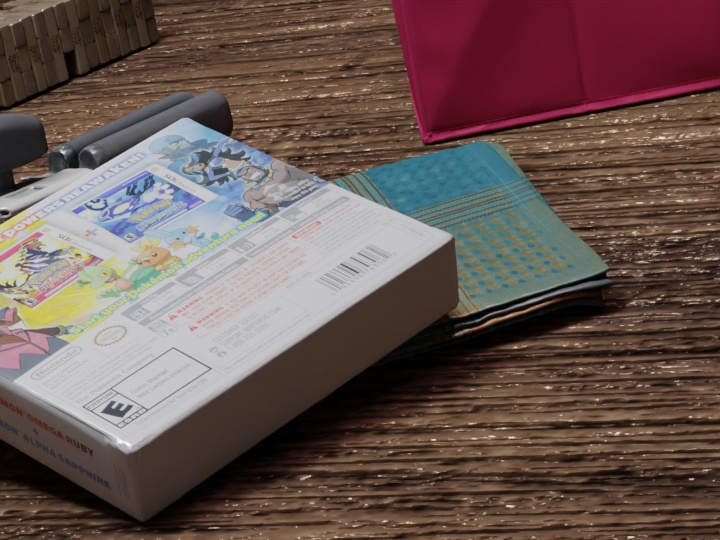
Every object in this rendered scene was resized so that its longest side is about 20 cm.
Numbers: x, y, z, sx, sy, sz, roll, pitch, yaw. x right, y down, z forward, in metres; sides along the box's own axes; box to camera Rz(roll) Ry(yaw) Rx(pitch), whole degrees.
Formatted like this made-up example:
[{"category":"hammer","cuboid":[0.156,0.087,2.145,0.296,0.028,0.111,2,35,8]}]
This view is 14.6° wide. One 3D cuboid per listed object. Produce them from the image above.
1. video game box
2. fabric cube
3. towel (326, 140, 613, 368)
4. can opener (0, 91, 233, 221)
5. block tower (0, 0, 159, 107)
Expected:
[{"category":"video game box","cuboid":[-0.088,0.016,1.262,0.182,0.047,0.200,27,46,37]},{"category":"fabric cube","cuboid":[0.108,-0.211,1.659,0.199,0.200,0.196,-11,18,0]},{"category":"towel","cuboid":[0.000,0.000,1.329,0.199,0.022,0.147,-16,35,-14]},{"category":"can opener","cuboid":[-0.156,-0.071,1.622,0.052,0.067,0.200,5,20,43]},{"category":"block tower","cuboid":[-0.220,-0.155,1.909,0.058,0.054,0.200,6,26,39]}]
